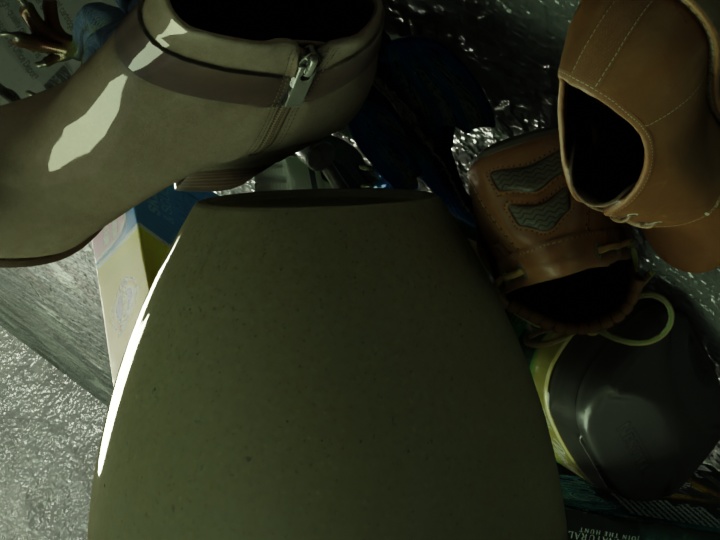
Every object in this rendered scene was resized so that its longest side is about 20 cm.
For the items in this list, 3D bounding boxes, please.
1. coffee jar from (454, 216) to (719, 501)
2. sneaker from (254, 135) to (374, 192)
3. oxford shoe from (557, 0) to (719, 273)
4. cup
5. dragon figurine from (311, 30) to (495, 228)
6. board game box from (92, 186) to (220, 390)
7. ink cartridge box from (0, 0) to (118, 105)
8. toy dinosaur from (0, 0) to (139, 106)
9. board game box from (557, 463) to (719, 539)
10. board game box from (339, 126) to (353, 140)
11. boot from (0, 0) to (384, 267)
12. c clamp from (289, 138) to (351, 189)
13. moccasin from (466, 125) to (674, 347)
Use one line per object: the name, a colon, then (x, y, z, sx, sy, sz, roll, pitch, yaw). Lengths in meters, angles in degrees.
coffee jar: (0.091, 0.042, 1.045, 0.200, 0.085, 0.104, 25, 156, 47)
sneaker: (0.000, 0.000, 1.012, 0.079, 0.079, 0.201, 109, 149, -56)
oxford shoe: (0.105, -0.043, 0.759, 0.071, 0.071, 0.200, 29, 166, 28)
cup: (-0.015, 0.041, 0.836, 0.199, 0.144, 0.200, -1, -174, 0)
dragon figurine: (0.019, -0.070, 0.901, 0.200, 0.059, 0.099, 49, 174, -10)
board game box: (-0.063, 0.034, 1.054, 0.153, 0.040, 0.200, 28, -155, -30)
ink cartridge box: (-0.206, -0.136, 1.010, 0.084, 0.200, 0.146, 36, 167, 24)
toy dinosaur: (-0.101, -0.106, 0.917, 0.199, 0.106, 0.181, 8, 173, -38)
board game box: (0.145, 0.124, 1.064, 0.134, 0.028, 0.200, 10, -175, -6)
board game box: (-0.053, -0.136, 0.976, 0.105, 0.023, 0.200, 30, 164, 32)
boot: (-0.089, -0.068, 0.792, 0.071, 0.199, 0.146, 68, 152, 16)
c clamp: (-0.070, -0.106, 0.937, 0.200, 0.027, 0.171, 46, 167, 45)
moccasin: (0.091, -0.001, 0.872, 0.201, 0.073, 0.078, 68, -174, -77)
